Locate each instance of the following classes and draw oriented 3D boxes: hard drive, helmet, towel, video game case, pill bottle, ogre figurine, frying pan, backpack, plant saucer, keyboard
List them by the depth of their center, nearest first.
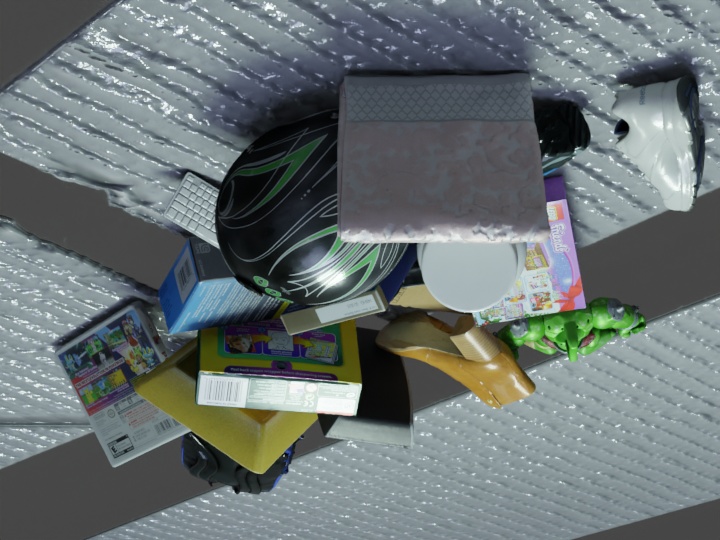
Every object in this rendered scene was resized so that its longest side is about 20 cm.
[{"bbox_3d":[0.076,-0.110,1.345,0.199,0.192,0.032,0,150,-1],"label":"towel"},{"bbox_3d":[-0.036,-0.063,1.439,0.190,0.201,0.200,-11,152,42],"label":"helmet"},{"bbox_3d":[0.117,-0.031,1.450,0.112,0.114,0.200,-4,-165,8],"label":"pill bottle"},{"bbox_3d":[-0.129,-0.039,1.588,0.200,0.056,0.011,31,171,-27],"label":"keyboard"},{"bbox_3d":[0.035,0.013,1.615,0.115,0.031,0.190,-5,-176,40],"label":"frying pan"},{"bbox_3d":[0.264,0.071,1.781,0.199,0.099,0.120,9,164,8],"label":"ogre figurine"},{"bbox_3d":[-0.156,0.147,1.787,0.200,0.200,0.049,32,119,10],"label":"plant saucer"},{"bbox_3d":[0.002,0.144,1.823,0.134,0.200,0.042,11,125,-18],"label":"hard drive"},{"bbox_3d":[-0.314,0.155,1.879,0.200,0.183,0.023,-28,180,42],"label":"video game case"},{"bbox_3d":[-0.160,0.220,1.972,0.162,0.168,0.200,20,147,2],"label":"backpack"}]

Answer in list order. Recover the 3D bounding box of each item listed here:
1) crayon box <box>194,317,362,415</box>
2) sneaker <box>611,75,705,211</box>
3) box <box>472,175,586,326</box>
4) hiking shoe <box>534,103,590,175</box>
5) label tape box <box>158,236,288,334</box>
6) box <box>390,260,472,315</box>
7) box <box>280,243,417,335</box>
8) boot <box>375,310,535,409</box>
[{"bbox_3d":[-0.104,0.101,1.752,0.199,0.173,0.059,5,123,-8],"label":"crayon box"},{"bbox_3d":[0.310,-0.132,1.448,0.087,0.075,0.200,3,147,21],"label":"sneaker"},{"bbox_3d":[0.182,-0.019,1.625,0.136,0.039,0.200,-9,139,9],"label":"box"},{"bbox_3d":[0.137,-0.110,1.429,0.199,0.075,0.087,-11,162,-17],"label":"hiking shoe"},{"bbox_3d":[-0.127,0.010,1.686,0.199,0.064,0.144,-7,157,-27],"label":"label tape box"},{"bbox_3d":[0.128,0.000,1.724,0.163,0.021,0.200,8,151,-14],"label":"box"},{"bbox_3d":[0.000,0.000,1.564,0.121,0.200,0.033,-16,112,27],"label":"box"},{"bbox_3d":[0.122,0.123,1.819,0.201,0.071,0.144,-4,133,50],"label":"boot"}]
